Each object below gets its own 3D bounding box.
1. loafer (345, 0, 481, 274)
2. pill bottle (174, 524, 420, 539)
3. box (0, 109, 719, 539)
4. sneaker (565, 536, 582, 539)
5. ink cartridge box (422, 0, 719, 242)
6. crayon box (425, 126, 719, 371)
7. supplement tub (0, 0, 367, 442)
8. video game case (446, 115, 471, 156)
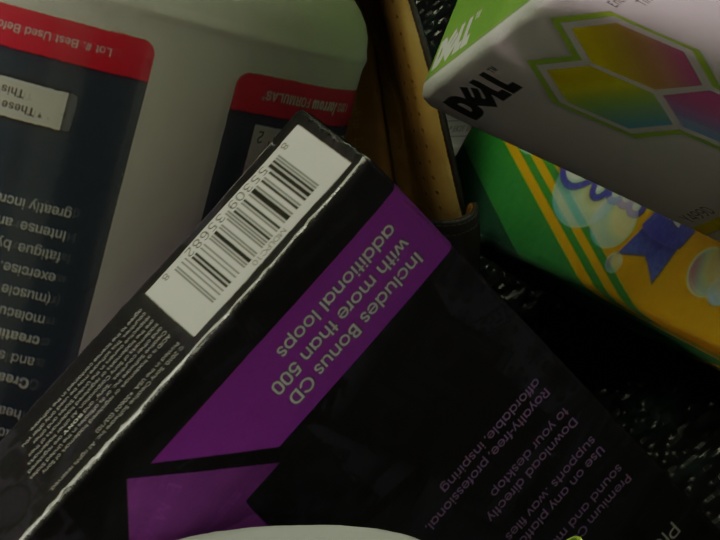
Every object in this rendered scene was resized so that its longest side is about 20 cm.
[{"bbox_3d":[0.000,0.000,0.780,0.072,0.073,0.200,-29,77,50],"label":"loafer"},{"bbox_3d":[-0.012,0.158,0.592,0.110,0.201,0.111,-4,12,1],"label":"pill bottle"},{"bbox_3d":[0.003,0.079,0.666,0.143,0.200,0.036,-48,39,-4],"label":"box"},{"bbox_3d":[0.079,0.144,0.588,0.072,0.083,0.200,-52,47,37],"label":"sneaker"},{"bbox_3d":[0.046,-0.083,0.634,0.076,0.200,0.148,-69,11,-15],"label":"ink cartridge box"},{"bbox_3d":[0.119,-0.032,0.756,0.200,0.052,0.126,25,87,48],"label":"crayon box"},{"bbox_3d":[-0.086,0.013,0.699,0.140,0.140,0.201,22,99,52],"label":"supplement tub"},{"bbox_3d":[0.123,-0.110,0.885,0.182,0.023,0.200,0,54,44],"label":"video game case"}]
